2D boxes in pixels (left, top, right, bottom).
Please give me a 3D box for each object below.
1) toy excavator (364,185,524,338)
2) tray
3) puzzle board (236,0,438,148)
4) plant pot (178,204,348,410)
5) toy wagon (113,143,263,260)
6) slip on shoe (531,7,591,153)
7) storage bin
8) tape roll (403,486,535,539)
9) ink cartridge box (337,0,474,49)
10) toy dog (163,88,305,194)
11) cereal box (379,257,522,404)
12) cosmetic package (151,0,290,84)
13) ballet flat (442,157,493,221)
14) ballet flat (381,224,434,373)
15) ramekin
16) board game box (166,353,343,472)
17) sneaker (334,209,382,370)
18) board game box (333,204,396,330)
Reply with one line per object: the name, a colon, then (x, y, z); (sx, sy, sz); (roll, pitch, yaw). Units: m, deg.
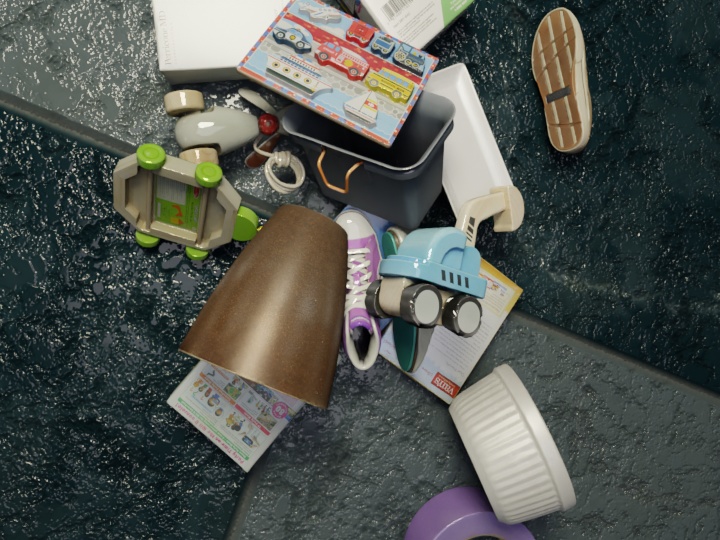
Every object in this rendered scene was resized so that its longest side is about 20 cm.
toy excavator: (0.117, -0.024, 0.710); (0.191, 0.099, 0.206); (15, 85, -31)
tray: (0.134, -0.170, 0.782); (0.106, 0.022, 0.204); (-24, 94, -21)
puzzle board: (-0.022, -0.241, 0.669); (0.196, 0.018, 0.153); (27, 62, 5)
plant pot: (-0.089, 0.034, 0.688); (0.183, 0.187, 0.204); (24, 77, -11)
toy wagon: (-0.210, -0.076, 0.730); (0.195, 0.156, 0.040); (16, 50, -11)
slip on shoe: (0.303, -0.275, 0.847); (0.060, 0.075, 0.206); (-8, 87, -49)
storage bin: (0.013, -0.137, 0.722); (0.197, 0.136, 0.147); (23, 62, 26)
tape roll: (0.164, 0.439, 0.858); (0.194, 0.085, 0.206); (-1, 95, -10)
ink cartridge box: (0.043, -0.398, 0.775); (0.144, 0.084, 0.201); (-41, 100, -5)
toy dog: (-0.165, -0.181, 0.765); (0.195, 0.096, 0.136); (11, 89, -26)
cereal box: (0.126, 0.070, 0.846); (0.143, 0.040, 0.202); (35, 89, -8)
cosmetic package: (-0.163, -0.311, 0.746); (0.194, 0.081, 0.116); (-9, 97, -10)
ballet flat: (0.132, -0.147, 0.825); (0.196, 0.068, 0.074); (26, 69, -11)
ballet flat: (0.076, 0.037, 0.785); (0.067, 0.069, 0.206); (-10, 99, -9)
ramekin: (0.200, 0.244, 0.798); (0.103, 0.200, 0.204); (-24, 98, 2)
board game box: (-0.142, 0.144, 0.793); (0.147, 0.064, 0.201); (43, 85, -9)
sneaker: (0.001, 0.026, 0.747); (0.071, 0.114, 0.206); (-7, 99, -2)
board game box: (0.000, 0.000, 0.821); (0.158, 0.039, 0.200); (44, 94, -10)
